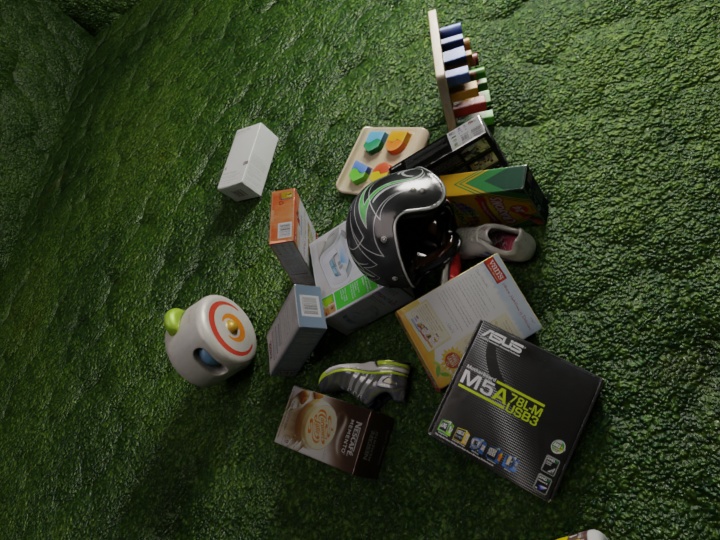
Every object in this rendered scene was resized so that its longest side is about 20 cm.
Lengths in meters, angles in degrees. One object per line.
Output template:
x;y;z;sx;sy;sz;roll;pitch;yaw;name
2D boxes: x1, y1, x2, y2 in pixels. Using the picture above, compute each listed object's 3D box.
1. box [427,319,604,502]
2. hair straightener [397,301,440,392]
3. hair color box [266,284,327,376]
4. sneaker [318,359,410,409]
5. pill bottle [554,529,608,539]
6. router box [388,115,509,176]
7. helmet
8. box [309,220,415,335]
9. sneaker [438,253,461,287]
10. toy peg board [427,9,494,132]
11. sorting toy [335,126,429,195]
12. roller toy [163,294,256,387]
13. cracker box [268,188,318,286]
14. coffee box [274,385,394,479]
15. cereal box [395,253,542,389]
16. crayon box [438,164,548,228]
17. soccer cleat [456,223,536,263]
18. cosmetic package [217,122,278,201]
0.229;0.204;0.800;0.199;0.048;0.195;27;85;15;box
0.130;0.128;0.984;0.076;0.041;0.201;-23;44;-7;hair straightener
-0.135;0.128;1.095;0.200;0.060;0.100;-56;36;45;hair color box
0.002;0.218;1.002;0.198;0.074;0.082;-15;61;32;sneaker
0.237;0.418;0.688;0.199;0.109;0.110;-30;52;21;pill bottle
0.176;-0.191;1.037;0.199;0.149;0.051;-27;53;22;router box
0.066;-0.069;0.935;0.190;0.201;0.200;-34;48;-5;helmet
0.000;0.000;1.104;0.176;0.096;0.202;-29;52;24;box
0.183;0.059;0.956;0.084;0.077;0.202;-1;65;3;sneaker
0.212;-0.404;1.106;0.097;0.199;0.202;-10;59;14;toy peg board
0.044;-0.259;1.249;0.199;0.036;0.187;17;77;41;sorting toy
-0.330;0.156;1.210;0.139;0.200;0.184;-32;74;19;roller toy
-0.140;-0.064;1.171;0.057;0.201;0.135;-7;60;8;cracker box
-0.051;0.296;0.990;0.198;0.080;0.115;5;70;39;coffee box
0.177;0.082;0.878;0.199;0.040;0.145;-28;81;-7;cereal box
0.227;-0.128;0.981;0.198;0.127;0.051;-1;66;38;crayon box
0.219;-0.059;0.975;0.198;0.086;0.071;5;69;39;soccer cleat
-0.318;-0.307;1.518;0.112;0.081;0.202;-7;64;36;cosmetic package
